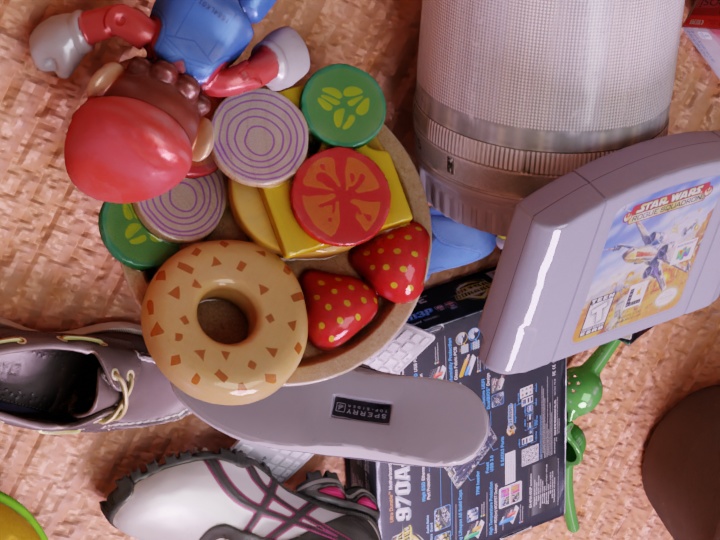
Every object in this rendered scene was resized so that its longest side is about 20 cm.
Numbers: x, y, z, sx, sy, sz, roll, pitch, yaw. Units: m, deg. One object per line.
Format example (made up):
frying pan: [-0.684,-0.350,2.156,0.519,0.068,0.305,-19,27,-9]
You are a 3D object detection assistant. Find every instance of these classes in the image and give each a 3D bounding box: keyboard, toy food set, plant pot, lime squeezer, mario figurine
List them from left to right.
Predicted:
mario figurine: [-0.107,-0.129,1.288,0.200,0.123,0.106,-59,158,-7]
toy food set: [-0.053,-0.028,1.331,0.200,0.049,0.198,-18,81,-16]
keyboard: [-0.035,0.095,1.446,0.056,0.011,0.200,18,127,-42]
lime squeezer: [0.159,0.105,1.626,0.071,0.038,0.200,-24,131,-61]
plant pot: [0.305,0.169,1.659,0.200,0.175,0.201,-15,122,-26]

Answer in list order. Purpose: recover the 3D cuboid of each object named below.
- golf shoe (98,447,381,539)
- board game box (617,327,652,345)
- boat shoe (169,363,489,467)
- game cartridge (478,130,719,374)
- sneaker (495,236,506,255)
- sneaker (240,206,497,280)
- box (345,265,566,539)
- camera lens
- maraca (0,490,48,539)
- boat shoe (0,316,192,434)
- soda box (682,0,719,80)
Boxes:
golf shoe: [-0.069,0.171,1.447,0.200,0.088,0.077,11,133,-28]
board game box: [0.221,-0.019,1.532,0.200,0.023,0.105,-24,133,-65]
boat shoe: [-0.019,0.082,1.381,0.200,0.070,0.071,10,78,3]
game cartridge: [0.164,-0.017,1.356,0.200,0.042,0.133,-17,141,-36]
sneaker: [0.143,-0.003,1.488,0.200,0.074,0.085,-5,97,-57]
sneaker: [0.000,0.000,1.416,0.200,0.066,0.079,-2,81,-29]
box: [0.067,0.105,1.548,0.159,0.046,0.200,-19,123,-25]
camera lens: [0.115,-0.138,1.375,0.160,0.160,0.200,-12,120,-29]
maraca: [-0.238,0.205,1.355,0.137,0.107,0.200,-45,131,-7]
boat shoe: [-0.175,0.068,1.355,0.200,0.060,0.072,13,106,-38]
soda box: [0.304,-0.131,1.558,0.200,0.070,0.063,45,66,-40]
